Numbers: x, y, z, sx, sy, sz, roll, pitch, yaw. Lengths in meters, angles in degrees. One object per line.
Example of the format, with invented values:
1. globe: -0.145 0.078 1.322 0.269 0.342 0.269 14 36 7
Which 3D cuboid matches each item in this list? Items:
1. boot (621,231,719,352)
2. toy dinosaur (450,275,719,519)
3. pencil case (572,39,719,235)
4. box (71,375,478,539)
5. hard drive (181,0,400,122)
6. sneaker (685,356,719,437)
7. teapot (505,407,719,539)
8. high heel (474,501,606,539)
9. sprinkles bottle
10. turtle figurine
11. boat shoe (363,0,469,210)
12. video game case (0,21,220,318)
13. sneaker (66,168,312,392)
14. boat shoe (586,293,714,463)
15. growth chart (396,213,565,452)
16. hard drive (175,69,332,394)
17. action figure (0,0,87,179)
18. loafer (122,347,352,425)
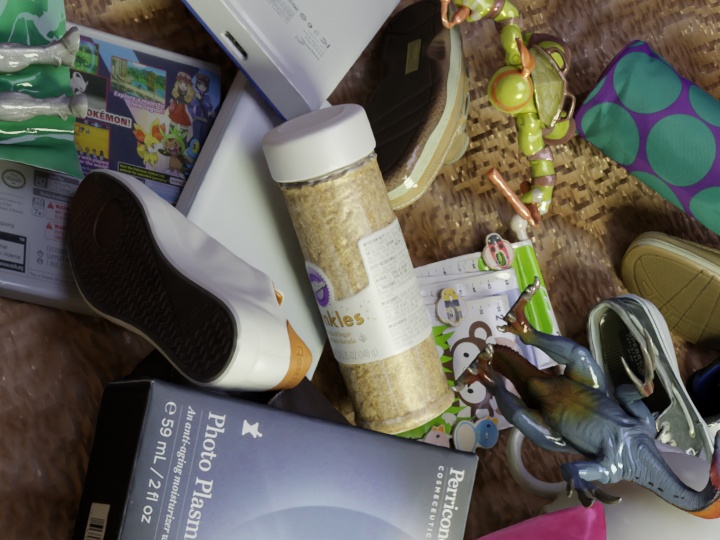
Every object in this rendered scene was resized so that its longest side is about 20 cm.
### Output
1. boot: 0.292 -0.013 1.670 0.199 0.072 0.155 24 49 -8
2. toy dinosaur: 0.158 0.088 1.392 0.181 0.200 0.105 38 93 4
3. pencil case: 0.252 -0.081 1.606 0.199 0.085 0.092 37 28 15
4. box: -0.058 0.178 1.250 0.197 0.123 0.202 14 82 -18
5. hard drive: -0.044 -0.193 1.478 0.132 0.025 0.200 49 36 -12
6. sneaker: 0.301 0.111 1.626 0.198 0.080 0.116 -13 84 -37
7. teapot: 0.160 0.207 1.444 0.145 0.200 0.199 0 113 -2
8. high heel: 0.049 0.165 1.368 0.198 0.067 0.097 14 86 13
9. sprinkles bottle: 0.000 0.000 1.397 0.068 0.068 0.202 -31 109 -40
10. turtle figurine: 0.113 -0.133 1.531 0.161 0.064 0.202 -21 93 -74
11. boat shoe: 0.047 -0.100 1.502 0.076 0.071 0.201 56 33 -31
12. video game case: -0.176 -0.064 1.370 0.199 0.023 0.184 14 66 -32
13. sneaker: -0.100 0.012 1.297 0.084 0.073 0.200 15 23 -45
14. boat shoe: 0.200 0.112 1.551 0.071 0.072 0.201 4 60 -57
15. growth chart: 0.066 0.054 1.512 0.199 0.018 0.146 -20 87 -39
16. hard drive: -0.055 -0.030 1.425 0.132 0.027 0.201 44 49 -28
17. action figure: -0.259 -0.107 1.286 0.198 0.055 0.119 -5 76 -21
18. loafer: -0.047 0.094 1.350 0.199 0.072 0.073 22 23 -21
